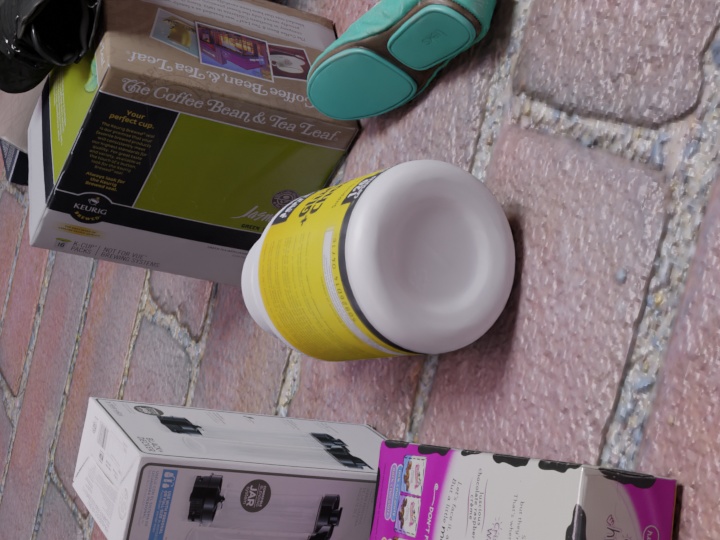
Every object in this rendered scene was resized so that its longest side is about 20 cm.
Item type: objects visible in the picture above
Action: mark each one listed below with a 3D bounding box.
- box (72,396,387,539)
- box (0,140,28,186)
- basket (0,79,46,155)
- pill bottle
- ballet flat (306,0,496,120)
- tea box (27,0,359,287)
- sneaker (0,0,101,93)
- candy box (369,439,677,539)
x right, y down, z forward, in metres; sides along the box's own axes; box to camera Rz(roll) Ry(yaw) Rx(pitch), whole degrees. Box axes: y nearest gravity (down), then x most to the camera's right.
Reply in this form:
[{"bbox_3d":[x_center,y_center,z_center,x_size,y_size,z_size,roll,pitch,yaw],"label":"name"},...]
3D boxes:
[{"bbox_3d":[-0.063,0.131,0.842,0.117,0.199,0.060,26,105,61],"label":"box"},{"bbox_3d":[-0.309,-0.171,1.492,0.107,0.148,0.200,-66,29,25],"label":"box"},{"bbox_3d":[-0.259,-0.210,1.277,0.180,0.136,0.201,32,105,17],"label":"basket"},{"bbox_3d":[0.000,0.000,0.859,0.200,0.111,0.113,-11,71,61],"label":"pill bottle"},{"bbox_3d":[0.032,-0.159,0.923,0.200,0.067,0.071,-24,36,59],"label":"ballet flat"},{"bbox_3d":[-0.137,-0.109,1.072,0.197,0.199,0.134,-54,36,39],"label":"tea box"},{"bbox_3d":[-0.225,-0.178,0.982,0.200,0.060,0.105,-51,33,37],"label":"sneaker"},{"bbox_3d":[0.073,0.164,0.714,0.200,0.061,0.137,-5,76,63],"label":"candy box"}]
